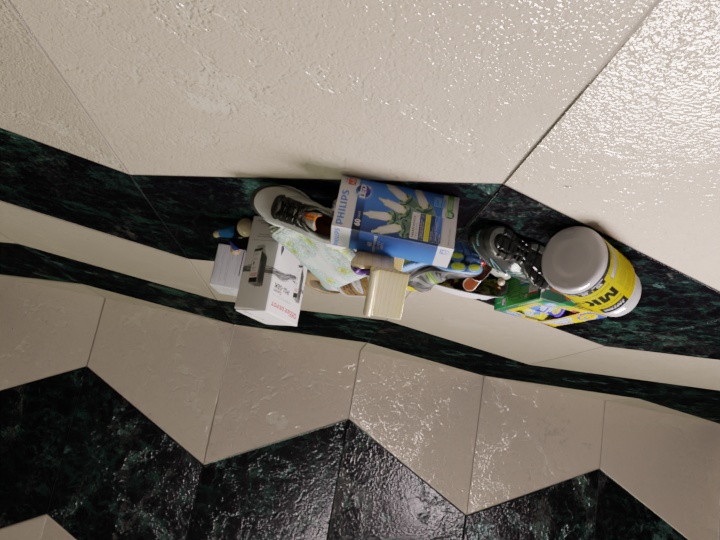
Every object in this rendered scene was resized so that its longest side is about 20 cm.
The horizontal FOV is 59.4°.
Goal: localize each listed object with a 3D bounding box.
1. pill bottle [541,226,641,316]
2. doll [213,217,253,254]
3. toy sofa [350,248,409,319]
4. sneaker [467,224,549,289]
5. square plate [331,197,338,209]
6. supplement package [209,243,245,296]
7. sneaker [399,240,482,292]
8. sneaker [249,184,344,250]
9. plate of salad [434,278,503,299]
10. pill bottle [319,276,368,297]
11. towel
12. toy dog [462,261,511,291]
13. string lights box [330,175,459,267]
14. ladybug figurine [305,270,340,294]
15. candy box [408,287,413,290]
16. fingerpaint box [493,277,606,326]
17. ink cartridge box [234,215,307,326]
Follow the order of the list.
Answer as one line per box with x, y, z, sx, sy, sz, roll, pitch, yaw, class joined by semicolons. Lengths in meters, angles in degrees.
0.408;0.009;1.098;0.113;0.117;0.198;-3;161;44;pill bottle
-0.267;-0.073;1.434;0.133;0.050;0.200;13;166;-11;doll
0.031;-0.003;1.076;0.095;0.085;0.201;10;-156;-1;toy sofa
0.281;-0.028;1.166;0.198;0.077;0.079;31;165;-30;sneaker
0.038;-0.087;1.187;0.195;0.029;0.198;12;165;-4;square plate
-0.275;0.012;1.644;0.195;0.112;0.114;10;167;5;supplement package
0.136;-0.005;1.203;0.195;0.072;0.083;-5;142;21;sneaker
-0.102;-0.099;1.089;0.196;0.076;0.079;22;-179;8;sneaker
0.225;0.024;1.416;0.195;0.049;0.200;12;-172;-2;plate of salad
0.000;0.000;1.371;0.113;0.117;0.197;23;165;-40;pill bottle
-0.077;-0.045;1.234;0.199;0.049;0.170;39;156;-17;towel
0.205;0.004;1.267;0.195;0.099;0.132;6;166;19;toy dog
0.055;-0.080;1.025;0.195;0.105;0.059;11;150;0;string lights box
-0.080;0.007;1.553;0.132;0.074;0.200;13;166;-4;ladybug figurine
0.042;0.027;1.633;0.196;0.027;0.102;2;166;35;candy box
0.413;0.063;1.384;0.163;0.075;0.200;15;166;-14;fingerpaint box
-0.181;0.005;1.353;0.081;0.205;0.147;3;165;23;ink cartridge box
